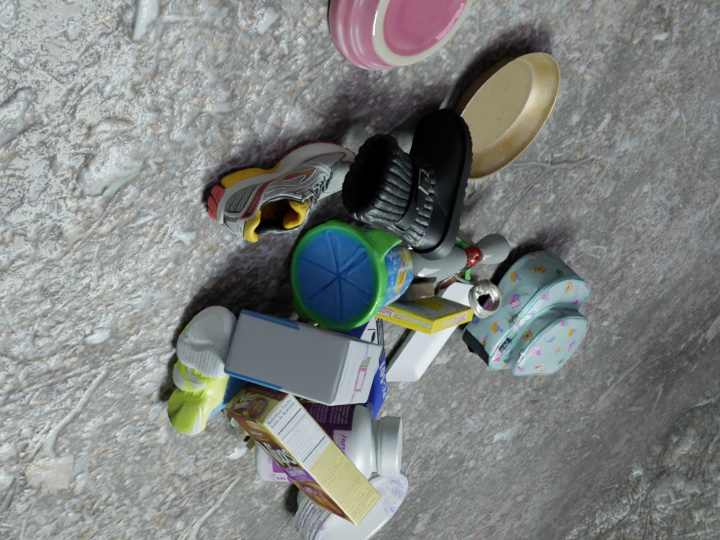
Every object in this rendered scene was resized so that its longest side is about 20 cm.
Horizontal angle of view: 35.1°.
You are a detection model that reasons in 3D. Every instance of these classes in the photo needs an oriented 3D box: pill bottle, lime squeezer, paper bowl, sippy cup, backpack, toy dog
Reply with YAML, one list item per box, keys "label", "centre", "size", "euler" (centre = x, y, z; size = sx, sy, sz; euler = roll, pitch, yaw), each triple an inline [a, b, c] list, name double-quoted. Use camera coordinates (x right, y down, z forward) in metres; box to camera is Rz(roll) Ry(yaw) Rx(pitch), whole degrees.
- label: "pill bottle"
  centre: [-0.042, 0.243, 1.595]
  size: [0.199, 0.113, 0.113]
  euler: [1, 145, 6]
- label: "lime squeezer"
  centre: [0.136, -0.022, 1.701]
  size: [0.070, 0.038, 0.200]
  euler: [-23, 161, 27]
- label: "paper bowl"
  centre: [-0.026, 0.379, 1.909]
  size: [0.200, 0.104, 0.201]
  euler: [-32, 148, -23]
- label: "sippy cup"
  centre: [0.000, 0.000, 1.463]
  size: [0.130, 0.177, 0.141]
  euler: [-14, 103, -58]
- label: "backpack"
  centre: [0.288, 0.073, 1.886]
  size: [0.175, 0.153, 0.201]
  euler: [6, 117, -47]
- label: "toy dog"
  centre: [0.108, -0.013, 1.601]
  size: [0.199, 0.096, 0.133]
  euler: [14, 84, -35]

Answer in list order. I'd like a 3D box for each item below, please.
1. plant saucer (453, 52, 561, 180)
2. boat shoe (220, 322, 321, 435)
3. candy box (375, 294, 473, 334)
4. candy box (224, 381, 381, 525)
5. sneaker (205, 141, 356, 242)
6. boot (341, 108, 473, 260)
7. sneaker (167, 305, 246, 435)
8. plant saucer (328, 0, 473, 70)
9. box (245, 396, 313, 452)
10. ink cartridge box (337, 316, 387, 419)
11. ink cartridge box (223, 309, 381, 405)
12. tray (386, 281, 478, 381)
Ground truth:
- label: "plant saucer"
  centre: [0.183, -0.211, 1.514]
  size: [0.200, 0.035, 0.201]
  euler: [-31, 147, -23]
- label: "boat shoe"
  centre: [-0.098, 0.148, 1.562]
  size: [0.200, 0.076, 0.072]
  euler: [-44, 149, -4]
- label: "candy box"
  centre: [0.087, 0.056, 1.606]
  size: [0.200, 0.102, 0.027]
  euler: [-8, 112, -68]
- label: "candy box"
  centre: [-0.074, 0.232, 1.456]
  size: [0.056, 0.116, 0.200]
  euler: [-46, 114, -20]
- label: "sneaker"
  centre: [-0.075, -0.083, 1.302]
  size: [0.199, 0.082, 0.078]
  euler: [-27, 144, -32]
- label: "boot"
  centre: [0.058, -0.130, 1.360]
  size: [0.079, 0.212, 0.158]
  euler: [-17, 146, 38]
- label: "sneaker"
  centre: [-0.183, 0.113, 1.437]
  size: [0.105, 0.076, 0.201]
  euler: [-33, 154, -53]
- label: "plant saucer"
  centre: [0.058, -0.300, 1.235]
  size: [0.200, 0.051, 0.201]
  euler: [-31, 146, -23]
- label: "box"
  centre: [-0.067, 0.206, 1.726]
  size: [0.200, 0.021, 0.163]
  euler: [-49, 150, 6]
- label: "ink cartridge box"
  centre: [0.001, 0.138, 1.638]
  size: [0.094, 0.044, 0.201]
  euler: [-61, 156, -43]
- label: "ink cartridge box"
  centre: [-0.067, 0.110, 1.425]
  size: [0.200, 0.144, 0.085]
  euler: [31, 75, -77]
- label: "tray"
  centre: [0.112, 0.095, 1.814]
  size: [0.107, 0.022, 0.200]
  euler: [8, 121, -54]
